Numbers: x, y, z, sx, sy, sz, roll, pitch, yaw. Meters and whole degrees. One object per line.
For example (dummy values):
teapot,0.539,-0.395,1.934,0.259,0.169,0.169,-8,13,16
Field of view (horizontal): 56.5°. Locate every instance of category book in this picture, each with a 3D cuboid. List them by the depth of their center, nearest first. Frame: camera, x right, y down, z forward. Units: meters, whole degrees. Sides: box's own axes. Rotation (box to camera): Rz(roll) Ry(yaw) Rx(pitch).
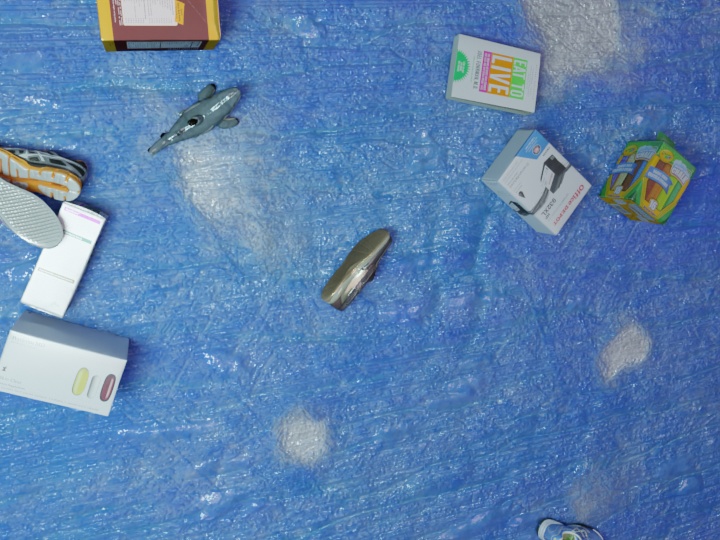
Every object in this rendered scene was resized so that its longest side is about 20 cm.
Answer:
book,0.288,-0.423,1.455,0.199,0.048,0.134,6,94,-17

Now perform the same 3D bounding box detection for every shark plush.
shark plush,-0.316,-0.288,1.256,0.199,0.083,0.091,-25,107,-12

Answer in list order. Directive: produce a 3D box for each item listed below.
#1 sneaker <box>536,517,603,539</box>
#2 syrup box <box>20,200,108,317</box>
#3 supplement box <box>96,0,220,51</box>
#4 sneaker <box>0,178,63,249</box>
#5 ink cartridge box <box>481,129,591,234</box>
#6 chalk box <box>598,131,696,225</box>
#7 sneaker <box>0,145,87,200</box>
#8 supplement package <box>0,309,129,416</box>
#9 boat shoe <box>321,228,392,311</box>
sneaker,0.551,0.699,1.730,0.199,0.077,0.076,15,93,-22
syrup box,-0.542,-0.025,1.233,0.081,0.079,0.201,25,91,-20
supplement box,-0.359,-0.496,1.177,0.199,0.133,0.198,-6,102,-17
sneaker,-0.608,-0.102,1.178,0.200,0.114,0.073,40,64,-7
ink cartridge box,0.397,-0.198,1.507,0.200,0.084,0.145,38,87,-21
chalk box,0.684,-0.227,1.575,0.125,0.124,0.201,29,90,-21
sneaker,-0.586,-0.184,1.197,0.199,0.077,0.078,19,131,-5
supplement package,-0.541,0.167,1.228,0.199,0.156,0.111,19,94,-20
boat shoe,0.000,0.000,1.425,0.200,0.072,0.065,-50,122,-7
